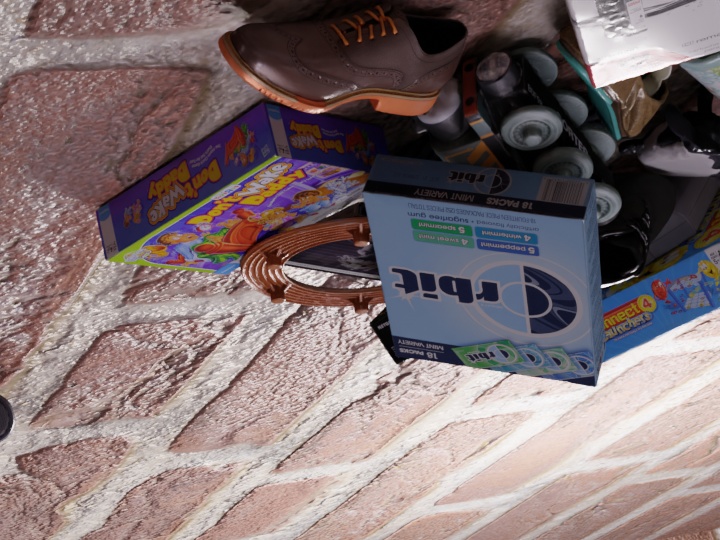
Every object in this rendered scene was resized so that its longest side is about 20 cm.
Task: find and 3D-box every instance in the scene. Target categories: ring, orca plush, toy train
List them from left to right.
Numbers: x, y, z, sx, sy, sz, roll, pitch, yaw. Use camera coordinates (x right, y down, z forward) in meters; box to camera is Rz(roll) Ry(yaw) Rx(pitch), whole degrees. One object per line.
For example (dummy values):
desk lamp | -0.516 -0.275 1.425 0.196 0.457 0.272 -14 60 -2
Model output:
ring | 0.000 0.000 1.587 0.199 0.019 0.201 -4 160 -2
toy train | 0.122 -0.088 1.456 0.114 0.086 0.200 -20 140 24
orca plush | 0.266 -0.122 1.567 0.105 0.071 0.200 10 178 16

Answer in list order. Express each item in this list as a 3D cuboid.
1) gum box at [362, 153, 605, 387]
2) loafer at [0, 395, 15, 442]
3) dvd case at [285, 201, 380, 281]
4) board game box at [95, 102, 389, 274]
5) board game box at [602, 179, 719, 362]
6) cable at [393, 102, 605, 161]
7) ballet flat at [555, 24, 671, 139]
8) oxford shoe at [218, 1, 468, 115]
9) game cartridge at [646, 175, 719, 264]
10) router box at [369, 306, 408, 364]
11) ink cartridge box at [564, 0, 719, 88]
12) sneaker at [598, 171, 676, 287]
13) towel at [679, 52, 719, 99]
gum box | 0.099 0.002 1.474 0.169 0.045 0.200 7 141 17
loafer | -0.427 0.146 1.835 0.199 0.072 0.063 -8 -179 0
dvd case | 0.021 -0.021 1.631 0.148 0.016 0.200 9 165 -25
board game box | -0.092 -0.060 1.496 0.200 0.045 0.134 -29 157 37
board game box | 0.293 -0.017 1.727 0.195 0.056 0.200 -30 -166 37
cable | 0.107 -0.084 1.567 0.199 0.051 0.163 -12 161 -7
ballet flat | 0.197 -0.153 1.428 0.072 0.068 0.200 -38 158 6
oxford shoe | -0.010 -0.153 1.278 0.199 0.071 0.073 -4 143 -47
game cartridge | 0.229 -0.028 1.737 0.200 0.041 0.133 -30 -162 36
router box | 0.121 -0.001 1.716 0.200 0.051 0.149 -28 -171 36
ink cartridge box | 0.196 -0.206 1.223 0.144 0.084 0.200 -16 161 9
sneaker | 0.208 -0.023 1.568 0.091 0.076 0.200 1 -152 46
towel | 0.353 -0.184 1.466 0.199 0.048 0.171 -22 160 21
